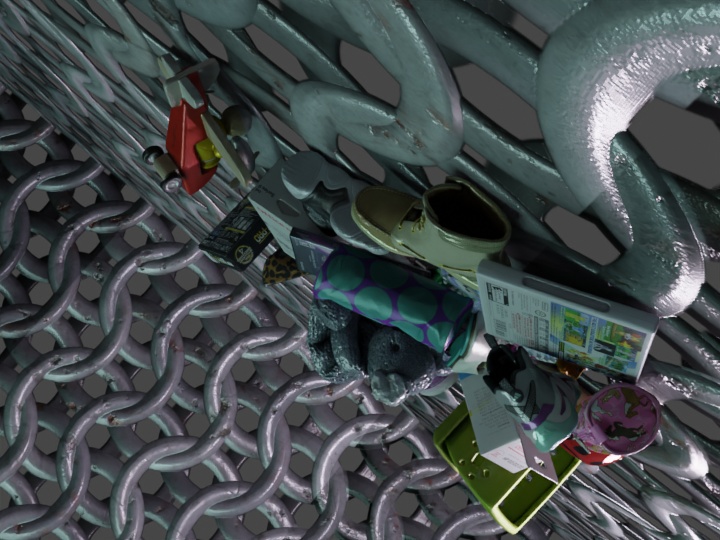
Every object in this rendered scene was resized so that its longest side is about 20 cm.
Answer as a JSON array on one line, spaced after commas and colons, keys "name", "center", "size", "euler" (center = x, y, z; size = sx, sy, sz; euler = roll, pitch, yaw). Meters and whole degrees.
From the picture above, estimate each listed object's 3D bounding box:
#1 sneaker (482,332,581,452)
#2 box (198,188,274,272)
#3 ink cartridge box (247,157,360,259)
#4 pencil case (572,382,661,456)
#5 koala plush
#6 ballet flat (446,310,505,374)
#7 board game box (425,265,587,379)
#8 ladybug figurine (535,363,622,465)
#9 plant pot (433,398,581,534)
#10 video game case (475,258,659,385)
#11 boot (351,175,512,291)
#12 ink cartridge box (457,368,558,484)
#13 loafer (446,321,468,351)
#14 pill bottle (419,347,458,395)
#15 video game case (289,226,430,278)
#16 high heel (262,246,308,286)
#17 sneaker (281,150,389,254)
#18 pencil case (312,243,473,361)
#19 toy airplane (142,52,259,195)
[{"name": "sneaker", "center": [0.199, 0.127, 1.117], "size": [0.140, 0.078, 0.200], "euler": [47, -170, 1]}, {"name": "box", "center": [-0.190, -0.077, 1.569], "size": [0.049, 0.161, 0.200], "euler": [44, 168, -20]}, {"name": "ink cartridge box", "center": [-0.070, -0.065, 1.413], "size": [0.146, 0.084, 0.200], "euler": [34, 168, 23]}, {"name": "pencil case", "center": [0.299, 0.178, 1.085], "size": [0.083, 0.087, 0.200], "euler": [20, 172, 12]}, {"name": "koala plush", "center": [0.035, 0.124, 1.404], "size": [0.200, 0.177, 0.184], "euler": [29, 121, 30]}, {"name": "ballet flat", "center": [0.163, 0.103, 1.241], "size": [0.069, 0.069, 0.200], "euler": [38, 165, 9]}, {"name": "board game box", "center": [0.187, 0.068, 1.239], "size": [0.200, 0.026, 0.200], "euler": [42, 169, -13]}, {"name": "ladybug figurine", "center": [0.306, 0.215, 1.318], "size": [0.200, 0.072, 0.136], "euler": [41, 169, -11]}, {"name": "plant pot", "center": [0.249, 0.307, 1.588], "size": [0.181, 0.200, 0.199], "euler": [42, 173, 34]}, {"name": "video game case", "center": [0.217, 0.059, 0.980], "size": [0.182, 0.022, 0.200], "euler": [19, 163, 18]}, {"name": "boot", "center": [0.072, -0.057, 0.979], "size": [0.200, 0.072, 0.155], "euler": [29, 168, 16]}, {"name": "ink cartridge box", "center": [0.213, 0.220, 1.343], "size": [0.115, 0.068, 0.200], "euler": [36, -147, -47]}, {"name": "loafer", "center": [0.125, 0.090, 1.360], "size": [0.072, 0.063, 0.200], "euler": [43, -176, 28]}, {"name": "pill bottle", "center": [0.082, 0.118, 1.583], "size": [0.200, 0.112, 0.112], "euler": [45, 169, -26]}, {"name": "video game case", "center": [0.000, 0.000, 1.303], "size": [0.200, 0.019, 0.143], "euler": [19, 162, 8]}, {"name": "high heel", "center": [-0.067, 0.020, 1.598], "size": [0.200, 0.143, 0.071], "euler": [38, 170, 7]}, {"name": "sneaker", "center": [-0.015, -0.076, 1.218], "size": [0.200, 0.075, 0.114], "euler": [40, 173, 27]}, {"name": "pencil case", "center": [0.041, 0.037, 1.193], "size": [0.200, 0.085, 0.093], "euler": [24, 148, 9]}, {"name": "toy airplane", "center": [-0.210, -0.206, 1.243], "size": [0.199, 0.141, 0.201], "euler": [2, 106, 57]}]
